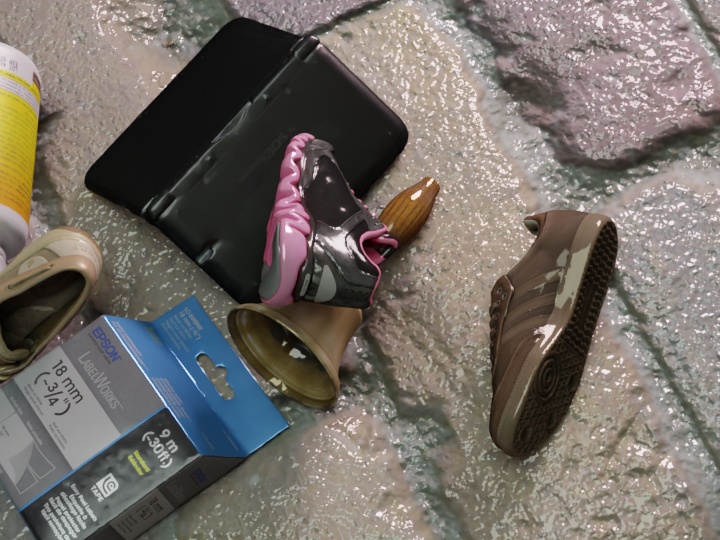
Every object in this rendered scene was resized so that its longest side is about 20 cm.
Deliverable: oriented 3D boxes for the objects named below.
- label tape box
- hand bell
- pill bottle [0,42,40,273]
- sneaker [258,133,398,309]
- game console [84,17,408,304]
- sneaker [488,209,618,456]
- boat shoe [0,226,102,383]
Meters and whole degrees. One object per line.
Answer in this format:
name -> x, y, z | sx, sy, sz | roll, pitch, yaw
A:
label tape box -> -0.177, 0.113, 1.287 | 0.200, 0.063, 0.144 | -36, 66, -8
hand bell -> 0.000, 0.000, 1.313 | 0.104, 0.104, 0.200 | 31, 61, 20
pill bottle -> -0.316, -0.078, 1.371 | 0.109, 0.109, 0.201 | -4, 65, 7
sneaker -> -0.020, -0.032, 1.259 | 0.095, 0.079, 0.200 | 10, 33, -5
game console -> -0.093, -0.091, 1.393 | 0.176, 0.116, 0.200 | 43, 77, -7
sneaker -> 0.128, 0.045, 1.279 | 0.075, 0.070, 0.200 | 10, 63, 34
boat shoe -> -0.277, 0.048, 1.297 | 0.200, 0.071, 0.065 | -43, 23, 14
